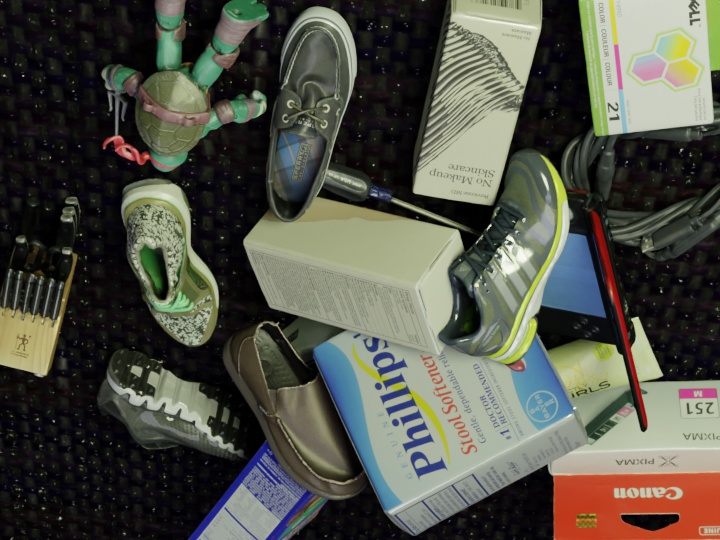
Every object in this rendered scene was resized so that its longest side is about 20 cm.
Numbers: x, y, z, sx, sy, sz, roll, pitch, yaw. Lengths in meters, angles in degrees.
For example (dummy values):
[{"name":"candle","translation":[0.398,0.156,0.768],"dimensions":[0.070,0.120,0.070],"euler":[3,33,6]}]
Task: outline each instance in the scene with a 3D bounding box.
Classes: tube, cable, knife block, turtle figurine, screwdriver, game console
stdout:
[{"name":"tube","translation":[0.201,0.106,1.757],"dimensions":[0.198,0.052,0.058],"euler":[-18,161,16]},{"name":"cable","translation":[0.279,-0.096,1.564],"dimensions":[0.163,0.051,0.200],"euler":[35,131,-19]},{"name":"knife block","translation":[-0.319,0.011,1.715],"dimensions":[0.063,0.177,0.200],"euler":[15,178,-8]},{"name":"turtle figurine","translation":[-0.153,-0.157,1.510],"dimensions":[0.148,0.101,0.201],"euler":[15,127,-9]},{"name":"screwdriver","translation":[0.045,-0.064,1.619],"dimensions":[0.198,0.029,0.028],"euler":[17,147,-10]},{"name":"game console","translation":[0.192,0.033,1.599],"dimensions":[0.171,0.119,0.201],"euler":[10,141,29]}]

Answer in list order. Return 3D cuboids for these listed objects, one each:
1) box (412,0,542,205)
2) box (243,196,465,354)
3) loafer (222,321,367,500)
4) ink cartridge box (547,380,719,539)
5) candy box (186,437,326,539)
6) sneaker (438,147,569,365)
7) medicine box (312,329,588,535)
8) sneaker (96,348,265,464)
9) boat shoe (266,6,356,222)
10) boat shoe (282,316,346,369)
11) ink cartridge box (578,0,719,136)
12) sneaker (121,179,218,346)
[{"name":"box","translation":[0.099,-0.156,1.502],"dimensions":[0.081,0.069,0.201],"euler":[8,133,-2]},{"name":"box","translation":[0.000,0.000,1.594],"dimensions":[0.199,0.078,0.095],"euler":[15,141,32]},{"name":"loafer","translation":[-0.061,0.132,1.664],"dimensions":[0.200,0.073,0.071],"euler":[51,145,10]},{"name":"ink cartridge box","translation":[0.288,0.190,1.739],"dimensions":[0.198,0.174,0.044],"euler":[-2,134,7]},{"name":"candy box","translation":[-0.071,0.217,1.798],"dimensions":[0.077,0.169,0.200],"euler":[45,131,8]},{"name":"sneaker","translation":[0.124,-0.010,1.518],"dimensions":[0.080,0.074,0.202],"euler":[0,109,-36]},{"name":"medicine box","translation":[0.085,0.118,1.633],"dimensions":[0.199,0.183,0.103],"euler":[-28,156,3]},{"name":"sneaker","translation":[-0.193,0.158,1.831],"dimensions":[0.199,0.067,0.091],"euler":[29,132,-16]},{"name":"boat shoe","translation":[-0.050,-0.132,1.527],"dimensions":[0.069,0.066,0.201],"euler":[15,124,-3]},{"name":"boat shoe","translation":[-0.037,0.078,1.740],"dimensions":[0.063,0.071,0.200],"euler":[33,136,-23]},{"name":"ink cartridge box","translation":[0.286,-0.201,1.438],"dimensions":[0.198,0.076,0.149],"euler":[-5,133,11]},{"name":"sneaker","translation":[-0.190,0.012,1.663],"dimensions":[0.076,0.089,0.201],"euler":[-6,133,11]}]
